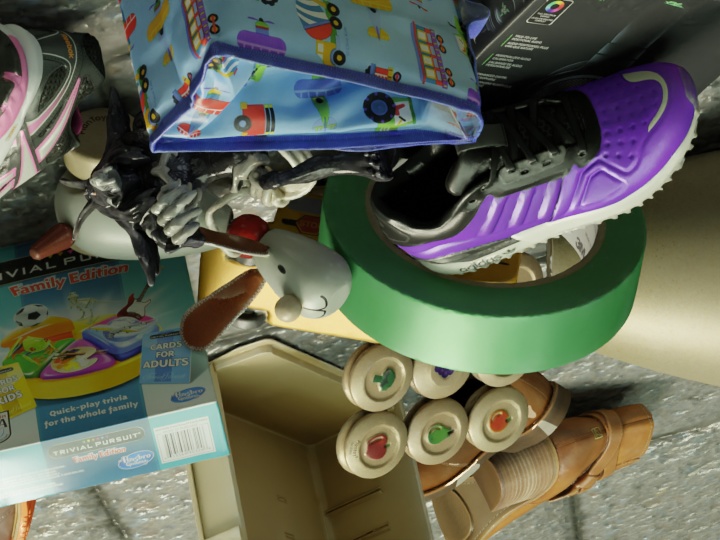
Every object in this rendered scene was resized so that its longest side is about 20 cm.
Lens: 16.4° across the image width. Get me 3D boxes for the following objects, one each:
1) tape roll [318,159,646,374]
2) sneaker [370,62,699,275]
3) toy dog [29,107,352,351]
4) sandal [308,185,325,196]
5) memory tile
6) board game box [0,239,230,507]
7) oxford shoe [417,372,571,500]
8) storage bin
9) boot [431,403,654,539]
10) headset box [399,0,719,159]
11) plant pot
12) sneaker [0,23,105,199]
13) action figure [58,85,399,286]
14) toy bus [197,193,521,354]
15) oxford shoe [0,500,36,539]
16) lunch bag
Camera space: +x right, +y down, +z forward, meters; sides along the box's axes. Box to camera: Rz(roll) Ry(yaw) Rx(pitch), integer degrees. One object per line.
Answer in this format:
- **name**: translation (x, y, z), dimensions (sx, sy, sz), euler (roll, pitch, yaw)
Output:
- **tape roll**: translation (0.074, -0.019, 1.540), dimensions (0.200, 0.201, 0.048), euler (-6, 131, -16)
- **sneaker**: translation (0.092, -0.063, 1.404), dimensions (0.200, 0.070, 0.099), euler (-29, 148, 23)
- **toy dog**: translation (-0.114, -0.015, 1.480), dimensions (0.200, 0.096, 0.132), euler (10, 136, 32)
- **sandal**: translation (0.010, 0.014, 1.709), dimensions (0.077, 0.070, 0.212), euler (-15, 153, 15)
- **memory tile**: translation (0.057, 0.041, 1.699), dimensions (0.153, 0.017, 0.200), euler (-9, 113, -29)
- **board game box**: translation (-0.172, 0.051, 1.553), dimensions (0.151, 0.200, 0.047), euler (-13, 128, -4)
- **oxford shoe**: translation (0.075, 0.122, 1.979), dimensions (0.071, 0.071, 0.200), euler (37, 132, -20)
- **storage bin**: translation (-0.038, 0.175, 1.855), dimensions (0.094, 0.200, 0.198), euler (-25, 151, 25)
- **boot**: translation (0.148, 0.166, 2.086), dimensions (0.155, 0.077, 0.200), euler (-19, 161, -23)
- **headset box**: translation (0.122, -0.148, 1.440), dimensions (0.174, 0.093, 0.200), euler (6, 146, -36)
- **plant pot**: translation (0.228, -0.002, 1.704), dimensions (0.199, 0.188, 0.187), euler (0, 152, 1)
- **sneaker**: translation (-0.204, -0.072, 1.444), dimensions (0.086, 0.080, 0.200), euler (-9, 160, -35)
- **action figure**: translation (-0.087, -0.066, 1.377), dimensions (0.200, 0.119, 0.102), euler (-16, 165, 15)
- **toy bus**: translation (0.000, 0.000, 1.594), dimensions (0.200, 0.078, 0.065), euler (9, 132, 3)
- **oxford shoe**: translation (-0.274, 0.154, 1.861), dimensions (0.073, 0.071, 0.200), euler (12, 143, -8)
- **lunch bag**: translation (-0.019, -0.144, 1.313), dimensions (0.200, 0.151, 0.094), euler (2, 149, -29)
